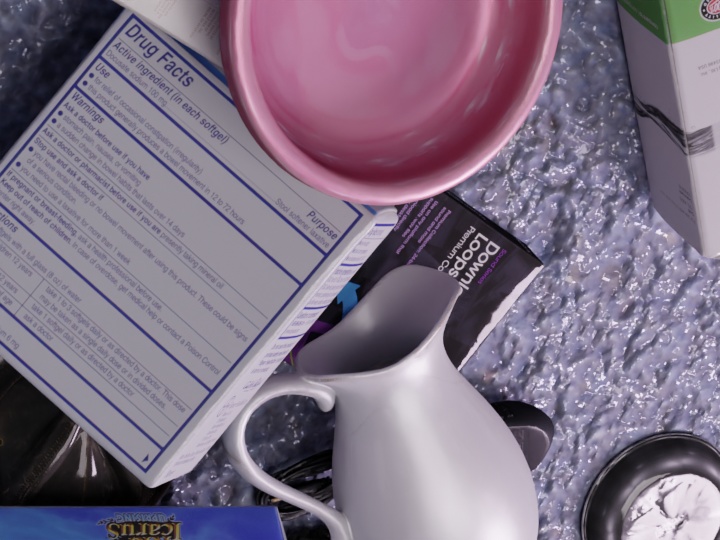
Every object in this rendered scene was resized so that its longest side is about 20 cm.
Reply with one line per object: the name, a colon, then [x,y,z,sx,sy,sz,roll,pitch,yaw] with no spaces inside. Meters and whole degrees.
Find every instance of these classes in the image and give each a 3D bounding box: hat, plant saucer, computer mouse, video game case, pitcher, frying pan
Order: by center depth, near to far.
plant saucer: [0.011,-0.136,1.489,0.200,0.051,0.202,-9,108,-29]
hat: [-0.177,0.107,1.694,0.200,0.081,0.201,-10,118,-18]
video game case: [-0.168,0.204,1.714,0.199,0.046,0.181,2,145,-28]
pitcher: [0.014,0.122,1.726,0.171,0.121,0.201,-28,118,-14]
computer mouse: [0.028,0.120,1.828,0.199,0.034,0.059,-10,131,-13]
frying pan: [0.200,0.199,1.945,0.114,0.031,0.191,-3,114,-21]

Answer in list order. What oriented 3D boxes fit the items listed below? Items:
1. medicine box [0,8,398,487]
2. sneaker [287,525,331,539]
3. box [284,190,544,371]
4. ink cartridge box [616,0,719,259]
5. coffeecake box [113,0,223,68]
medicine box: [-0.112,-0.014,1.596,0.182,0.103,0.200,41,96,6]
sneaker: [0.027,0.223,1.860,0.199,0.079,0.096,11,120,-19]
box: [0.000,0.000,1.746,0.200,0.036,0.143,33,100,-35]
ink cartridge box: [0.243,-0.128,1.759,0.146,0.084,0.201,-20,122,-13]
coffeecake box: [-0.089,-0.168,1.548,0.200,0.154,0.073,30,98,-33]
